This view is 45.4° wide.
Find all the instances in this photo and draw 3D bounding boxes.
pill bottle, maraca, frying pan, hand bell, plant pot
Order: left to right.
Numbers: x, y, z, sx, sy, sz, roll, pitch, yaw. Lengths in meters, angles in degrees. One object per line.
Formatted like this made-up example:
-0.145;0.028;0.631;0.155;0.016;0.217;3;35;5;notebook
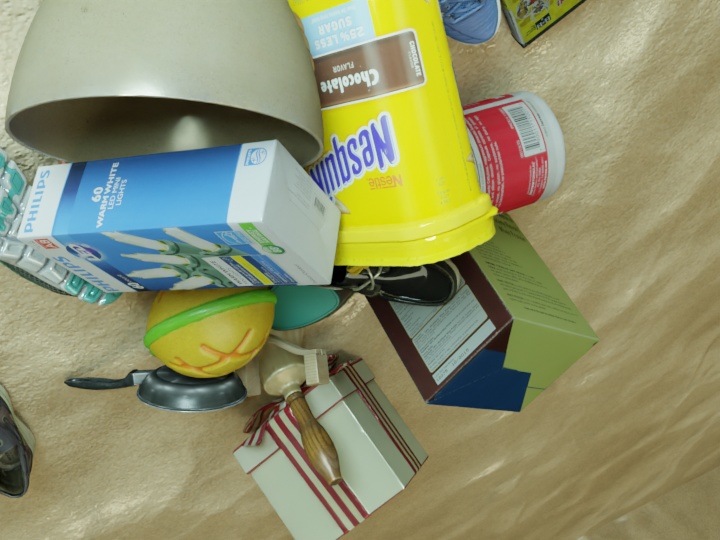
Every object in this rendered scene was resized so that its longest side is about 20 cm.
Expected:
-0.204;0.113;0.901;0.114;0.187;0.032;-14;112;-58;frying pan
-0.121;-0.147;0.558;0.196;0.137;0.200;0;173;0;plant pot
-0.152;0.054;0.863;0.135;0.109;0.200;-14;170;-20;maraca
-0.069;0.151;0.964;0.103;0.202;0.105;-21;148;-14;hand bell
0.091;-0.100;0.841;0.197;0.113;0.113;-18;146;-19;pill bottle

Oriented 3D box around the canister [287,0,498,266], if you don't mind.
0.009;-0.113;0.616;0.086;0.147;0.204;-24;105;-36;canister

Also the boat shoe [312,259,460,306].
0.000;0.000;0.842;0.196;0.068;0.073;16;119;1;boat shoe

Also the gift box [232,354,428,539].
-0.037;0.219;1.082;0.184;0.188;0.200;-39;171;8;gift box

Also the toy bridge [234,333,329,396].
-0.125;0.104;0.947;0.197;0.069;0.027;-12;168;28;toy bridge

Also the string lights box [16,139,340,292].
-0.124;-0.032;0.599;0.197;0.060;0.103;-3;156;25;string lights box

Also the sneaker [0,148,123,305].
-0.276;-0.034;0.665;0.200;0.090;0.079;43;60;-37;sneaker

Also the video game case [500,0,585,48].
0.190;-0.308;0.724;0.199;0.026;0.181;-37;147;7;video game case

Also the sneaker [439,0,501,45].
0.058;-0.229;0.663;0.075;0.078;0.199;-30;147;19;sneaker

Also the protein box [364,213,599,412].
0.124;0.033;0.962;0.197;0.201;0.135;15;127;-48;protein box

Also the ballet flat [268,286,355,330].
-0.027;0.000;0.924;0.199;0.072;0.070;-33;149;25;ballet flat

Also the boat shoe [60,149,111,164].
-0.191;-0.051;0.722;0.070;0.063;0.201;-29;149;-6;boat shoe

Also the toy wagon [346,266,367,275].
-0.060;-0.066;0.750;0.154;0.040;0.199;-30;128;35;toy wagon

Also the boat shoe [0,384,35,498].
-0.376;0.167;0.859;0.071;0.065;0.201;-21;146;-12;boat shoe
